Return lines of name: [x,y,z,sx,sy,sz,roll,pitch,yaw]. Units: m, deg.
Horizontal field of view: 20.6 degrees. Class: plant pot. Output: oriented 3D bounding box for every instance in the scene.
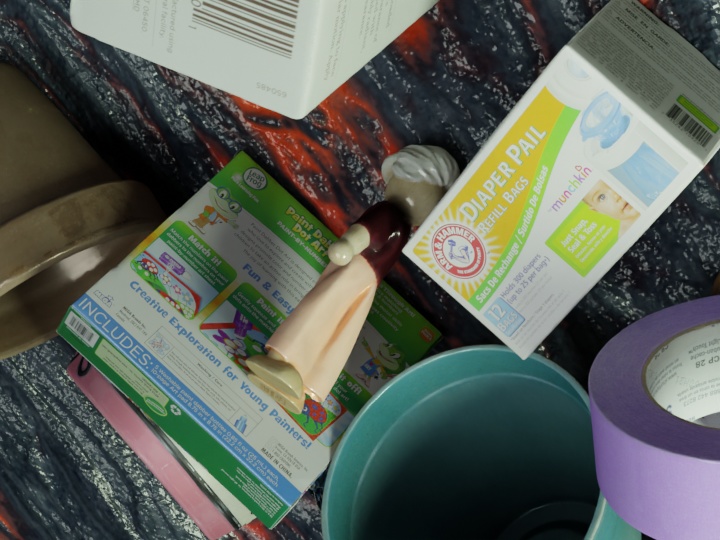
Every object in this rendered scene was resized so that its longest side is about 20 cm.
plant pot: [-0.261,-0.051,1.443,0.200,0.200,0.175,-38,77,39]
plant pot: [0.102,0.182,1.325,0.199,0.201,0.188,2,152,30]

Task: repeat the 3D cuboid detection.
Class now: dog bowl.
dog bowl: [-0.136,0.112,1.445,0.200,0.074,0.200,48,172,9]

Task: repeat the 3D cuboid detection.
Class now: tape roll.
tape roll: [0.235,0.086,1.156,0.199,0.200,0.066,6,119,28]

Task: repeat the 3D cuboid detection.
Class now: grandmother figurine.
grandmother figurine: [0.000,0.000,1.314,0.060,0.201,0.121,35,166,1]

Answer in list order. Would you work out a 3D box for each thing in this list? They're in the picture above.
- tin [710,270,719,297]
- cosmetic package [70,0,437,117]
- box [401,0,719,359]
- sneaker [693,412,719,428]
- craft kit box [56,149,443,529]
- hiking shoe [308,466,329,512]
tin: [0.309,0.014,1.224,0.199,0.042,0.113,-19,101,37]
cosmetic package: [-0.049,-0.225,1.183,0.164,0.200,0.166,23,126,17]
box: [0.133,-0.058,1.243,0.112,0.101,0.200,41,129,4]
sneaker: [0.242,0.131,1.291,0.200,0.073,0.112,36,148,37]
craft kit box: [-0.072,0.042,1.360,0.200,0.198,0.049,43,143,3]
hiking shoe: [-0.015,0.140,1.453,0.199,0.087,0.075,27,127,15]
